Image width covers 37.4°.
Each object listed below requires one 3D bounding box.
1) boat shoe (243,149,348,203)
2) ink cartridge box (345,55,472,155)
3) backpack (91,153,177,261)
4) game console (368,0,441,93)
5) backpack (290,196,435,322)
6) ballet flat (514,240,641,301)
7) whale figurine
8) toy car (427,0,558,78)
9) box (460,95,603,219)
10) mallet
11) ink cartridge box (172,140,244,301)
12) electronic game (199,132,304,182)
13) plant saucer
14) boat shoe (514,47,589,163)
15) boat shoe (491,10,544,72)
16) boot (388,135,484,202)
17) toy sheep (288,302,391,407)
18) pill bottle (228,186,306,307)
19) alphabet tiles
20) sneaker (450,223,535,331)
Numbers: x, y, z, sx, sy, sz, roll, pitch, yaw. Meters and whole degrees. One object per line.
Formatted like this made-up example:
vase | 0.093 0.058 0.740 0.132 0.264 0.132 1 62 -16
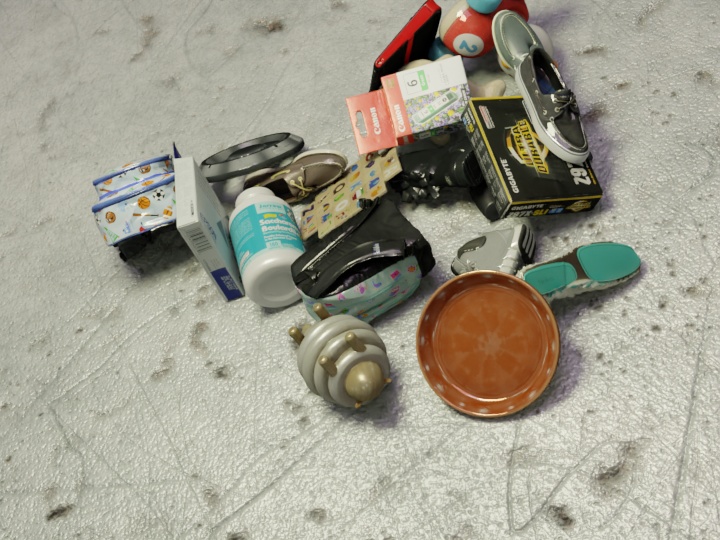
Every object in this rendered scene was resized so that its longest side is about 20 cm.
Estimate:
boat shoe | -0.113 -0.149 1.798 0.200 0.072 0.060 -14 43 23
ink cartridge box | 0.080 -0.266 1.721 0.200 0.050 0.109 -15 78 4
backpack | -0.362 -0.112 1.790 0.200 0.154 0.191 -27 14 0
game console | 0.069 -0.360 1.827 0.031 0.200 0.177 39 72 10
backpack | 0.000 0.000 1.601 0.200 0.127 0.167 -34 39 -7
ballet flat | 0.298 0.005 1.505 0.200 0.072 0.072 -12 45 -18
whale figurine | 0.145 -0.283 1.795 0.200 0.104 0.159 3 80 8
toy car | 0.250 -0.382 1.799 0.177 0.184 0.200 -33 77 -34
box | 0.259 -0.176 1.616 0.160 0.049 0.200 -4 59 -21
mallet | 0.273 -0.137 1.662 0.200 0.041 0.066 -18 47 3
ink cartridge box | -0.245 -0.084 1.721 0.041 0.200 0.200 -18 50 6
electronic game | -0.193 -0.194 1.844 0.200 0.042 0.200 -17 17 5
plant saucer | 0.174 0.099 1.451 0.200 0.032 0.200 0 91 22
boat shoe | 0.297 -0.255 1.609 0.070 0.066 0.200 -6 58 -20
boat shoe | 0.281 -0.332 1.711 0.073 0.200 0.062 -31 10 -11
boot | 0.150 -0.182 1.716 0.162 0.073 0.198 -4 30 44
toy sheep | -0.030 0.122 1.512 0.138 0.138 0.200 -36 40 -8
pill bottle | -0.150 -0.045 1.708 0.111 0.111 0.200 -24 48 3
alphabet tiles | -0.018 -0.129 1.736 0.200 0.006 0.166 -35 27 14
sneaker | 0.179 0.019 1.558 0.115 0.075 0.200 -1 47 33
